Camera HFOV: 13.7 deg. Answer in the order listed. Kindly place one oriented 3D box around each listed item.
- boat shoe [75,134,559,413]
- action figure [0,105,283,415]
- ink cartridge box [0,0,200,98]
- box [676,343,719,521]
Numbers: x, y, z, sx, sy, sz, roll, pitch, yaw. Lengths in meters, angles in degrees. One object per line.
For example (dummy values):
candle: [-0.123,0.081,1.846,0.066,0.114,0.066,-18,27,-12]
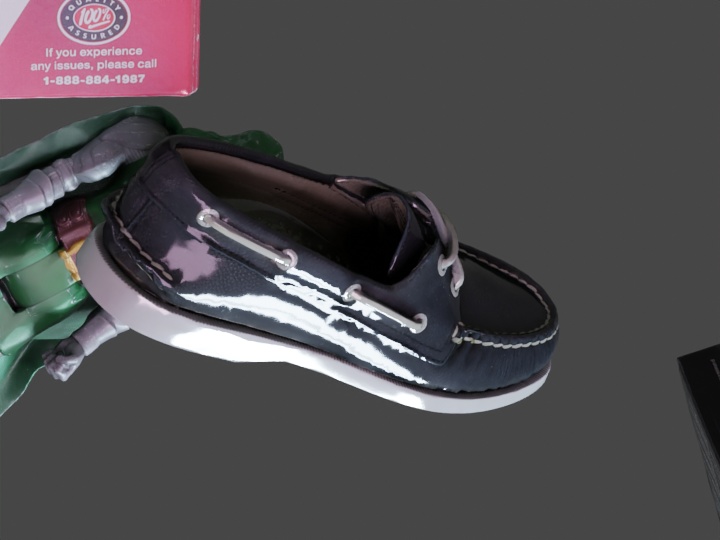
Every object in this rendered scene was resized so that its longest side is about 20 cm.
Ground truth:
boat shoe: [0.000,0.000,1.027,0.199,0.076,0.060,8,127,-41]
action figure: [-0.117,0.000,1.049,0.199,0.055,0.118,-28,117,3]
ink cartridge box: [-0.123,-0.159,0.936,0.144,0.084,0.201,-2,121,-8]
box: [0.217,0.091,1.062,0.163,0.200,0.086,-18,120,2]
